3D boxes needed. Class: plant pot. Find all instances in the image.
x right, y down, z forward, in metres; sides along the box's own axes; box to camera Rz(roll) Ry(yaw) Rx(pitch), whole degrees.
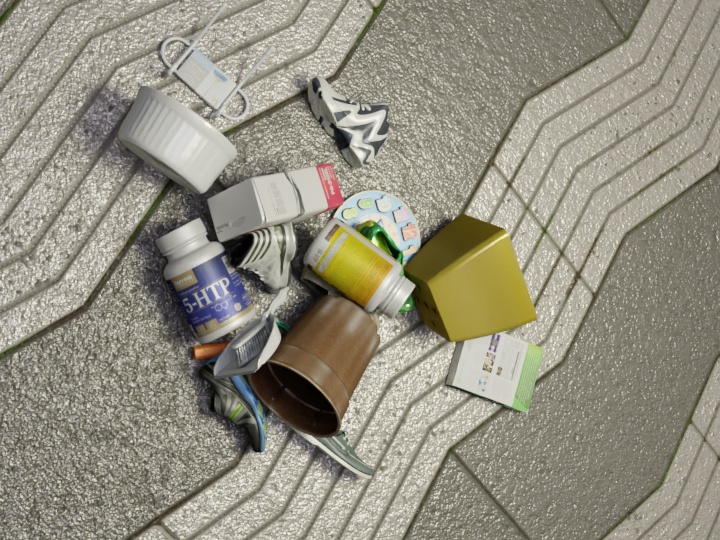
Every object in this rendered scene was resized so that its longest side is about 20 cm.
[{"bbox_3d":[-0.072,0.166,1.544,0.201,0.200,0.199,47,53,-14],"label":"plant pot"},{"bbox_3d":[0.202,0.028,1.665,0.175,0.200,0.202,-27,110,-12],"label":"plant pot"}]

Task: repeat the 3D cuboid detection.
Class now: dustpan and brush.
[{"bbox_3d":[-0.176,0.103,1.488,0.200,0.139,0.058,-45,111,-41],"label":"dustpan and brush"}]

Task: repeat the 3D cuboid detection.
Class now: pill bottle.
[{"bbox_3d":[-0.282,0.016,1.503,0.119,0.119,0.202,-30,98,-22],"label":"pill bottle"},{"bbox_3d":[0.000,0.000,1.550,0.199,0.109,0.110,36,73,2],"label":"pill bottle"}]

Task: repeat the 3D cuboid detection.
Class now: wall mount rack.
[{"bbox_3d":[-0.263,-0.384,1.558,0.200,0.074,0.175,40,73,-17],"label":"wall mount rack"}]

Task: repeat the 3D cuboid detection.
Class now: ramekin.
[{"bbox_3d":[-0.323,-0.221,1.461,0.200,0.200,0.098,35,82,-18],"label":"ramekin"}]

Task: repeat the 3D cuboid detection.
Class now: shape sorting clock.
[{"bbox_3d":[0.030,-0.061,1.686,0.198,0.039,0.203,2,86,-23],"label":"shape sorting clock"}]

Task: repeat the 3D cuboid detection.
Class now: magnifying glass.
[{"bbox_3d":[-0.216,0.142,1.578,0.198,0.022,0.081,-6,90,-23],"label":"magnifying glass"}]

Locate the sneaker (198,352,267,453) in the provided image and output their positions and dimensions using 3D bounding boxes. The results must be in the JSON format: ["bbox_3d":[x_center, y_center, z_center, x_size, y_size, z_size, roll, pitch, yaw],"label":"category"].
[{"bbox_3d":[-0.231,0.249,1.548,0.082,0.071,0.201,-28,102,1],"label":"sneaker"}]

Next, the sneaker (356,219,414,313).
[{"bbox_3d":[0.050,-0.001,1.634,0.074,0.083,0.202,-31,106,-14],"label":"sneaker"}]

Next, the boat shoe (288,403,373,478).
[{"bbox_3d":[-0.046,0.329,1.613,0.199,0.073,0.062,38,77,-12],"label":"boat shoe"}]

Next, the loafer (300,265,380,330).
[{"bbox_3d":[-0.043,0.054,1.633,0.068,0.076,0.200,-44,94,-18],"label":"loafer"}]

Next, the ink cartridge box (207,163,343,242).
[{"bbox_3d":[-0.153,-0.123,1.516,0.199,0.144,0.085,-18,90,-46],"label":"ink cartridge box"}]

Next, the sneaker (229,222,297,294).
[{"bbox_3d":[-0.184,-0.019,1.521,0.114,0.201,0.076,-5,60,-16],"label":"sneaker"}]

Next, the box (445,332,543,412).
[{"bbox_3d":[0.287,0.205,1.785,0.198,0.036,0.146,22,79,-19],"label":"box"}]

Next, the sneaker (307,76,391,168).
[{"bbox_3d":[-0.010,-0.318,1.663,0.129,0.079,0.200,-41,103,-21],"label":"sneaker"}]
